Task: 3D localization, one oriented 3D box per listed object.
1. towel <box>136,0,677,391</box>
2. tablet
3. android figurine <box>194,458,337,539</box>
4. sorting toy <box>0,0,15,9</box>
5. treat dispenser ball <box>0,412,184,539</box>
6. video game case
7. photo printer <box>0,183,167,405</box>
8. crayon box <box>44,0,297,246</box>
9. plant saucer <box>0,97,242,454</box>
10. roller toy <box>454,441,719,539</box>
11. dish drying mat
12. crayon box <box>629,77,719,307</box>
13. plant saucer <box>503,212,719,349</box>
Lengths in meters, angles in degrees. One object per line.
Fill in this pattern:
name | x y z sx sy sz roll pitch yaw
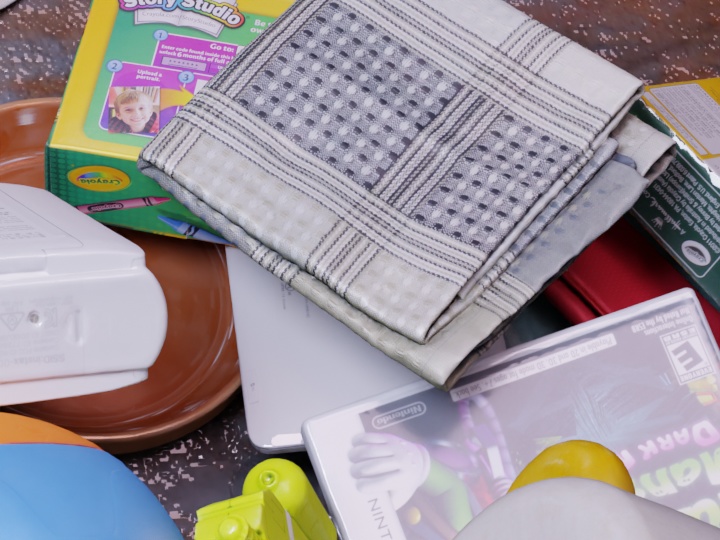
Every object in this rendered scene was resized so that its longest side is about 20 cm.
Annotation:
towel | 0.026 -0.059 1.416 0.200 0.035 0.193 35 59 19
tablet | 0.000 0.000 1.473 0.129 0.014 0.201 -4 54 -6
android figurine | -0.026 0.171 1.300 0.041 0.200 0.183 -15 57 9
sorting toy | -0.261 -0.185 1.546 0.180 0.107 0.200 -14 60 -46
treat dispenser ball | -0.162 0.159 1.260 0.200 0.201 0.202 7 55 -11
video game case | 0.095 0.120 1.381 0.199 0.023 0.183 -18 70 -8
photo printer | -0.194 0.008 1.339 0.166 0.070 0.200 -5 14 -23
crayon box | -0.046 -0.073 1.480 0.199 0.058 0.119 10 53 4
plant saucer | -0.140 0.004 1.477 0.199 0.032 0.201 8 56 -12
roller toy | 0.098 0.182 1.225 0.139 0.182 0.201 24 90 -30
dish drying mat | 0.146 0.025 1.503 0.200 0.018 0.077 46 46 17
crayon box | 0.209 -0.040 1.556 0.126 0.052 0.200 48 27 17
plant saucer | 0.139 0.021 1.542 0.199 0.036 0.201 8 55 -11
